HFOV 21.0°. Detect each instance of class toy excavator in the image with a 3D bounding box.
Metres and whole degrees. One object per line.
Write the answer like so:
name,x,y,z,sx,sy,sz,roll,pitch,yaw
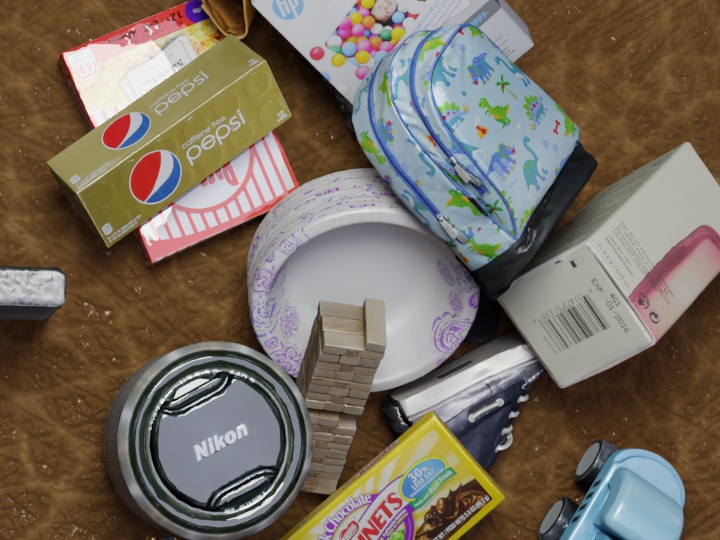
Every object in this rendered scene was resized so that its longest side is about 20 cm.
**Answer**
toy excavator,0.229,0.246,1.706,0.100,0.200,0.195,34,78,-7

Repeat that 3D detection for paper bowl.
paper bowl,0.000,0.000,1.696,0.199,0.105,0.202,-3,127,-4

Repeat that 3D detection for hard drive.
hard drive,-0.318,0.018,1.601,0.138,0.200,0.033,2,85,-12

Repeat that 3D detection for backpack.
backpack,0.089,-0.106,1.595,0.200,0.154,0.163,38,57,2

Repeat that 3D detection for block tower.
block tower,-0.028,0.108,1.673,0.057,0.201,0.054,8,44,-12

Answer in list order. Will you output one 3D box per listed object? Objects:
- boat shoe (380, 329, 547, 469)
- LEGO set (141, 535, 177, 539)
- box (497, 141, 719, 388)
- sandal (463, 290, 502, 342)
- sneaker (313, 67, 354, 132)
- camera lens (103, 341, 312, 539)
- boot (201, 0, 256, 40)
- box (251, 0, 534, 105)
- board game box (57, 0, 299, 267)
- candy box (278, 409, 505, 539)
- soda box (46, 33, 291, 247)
boat shoe,0.122,0.121,1.766,0.199,0.075,0.093,-24,99,-8
LEGO set,-0.130,0.280,1.635,0.154,0.200,0.116,44,60,11
box,0.235,-0.005,1.727,0.109,0.128,0.200,54,47,-4
sandal,0.112,-0.036,1.777,0.076,0.043,0.202,-1,88,-30
sneaker,0.059,-0.194,1.778,0.199,0.078,0.141,-28,97,-10
camera lens,-0.132,0.143,1.632,0.159,0.200,0.162,1,85,-13
boot,-0.121,-0.313,1.677,0.070,0.144,0.202,-10,124,19
box,0.028,-0.218,1.670,0.156,0.041,0.200,-38,117,16
board game box,-0.160,-0.125,1.729,0.151,0.046,0.201,-25,91,-14
candy box,0.021,0.226,1.720,0.200,0.026,0.102,-41,97,3
soda box,-0.162,-0.112,1.658,0.200,0.064,0.068,-37,133,-13
